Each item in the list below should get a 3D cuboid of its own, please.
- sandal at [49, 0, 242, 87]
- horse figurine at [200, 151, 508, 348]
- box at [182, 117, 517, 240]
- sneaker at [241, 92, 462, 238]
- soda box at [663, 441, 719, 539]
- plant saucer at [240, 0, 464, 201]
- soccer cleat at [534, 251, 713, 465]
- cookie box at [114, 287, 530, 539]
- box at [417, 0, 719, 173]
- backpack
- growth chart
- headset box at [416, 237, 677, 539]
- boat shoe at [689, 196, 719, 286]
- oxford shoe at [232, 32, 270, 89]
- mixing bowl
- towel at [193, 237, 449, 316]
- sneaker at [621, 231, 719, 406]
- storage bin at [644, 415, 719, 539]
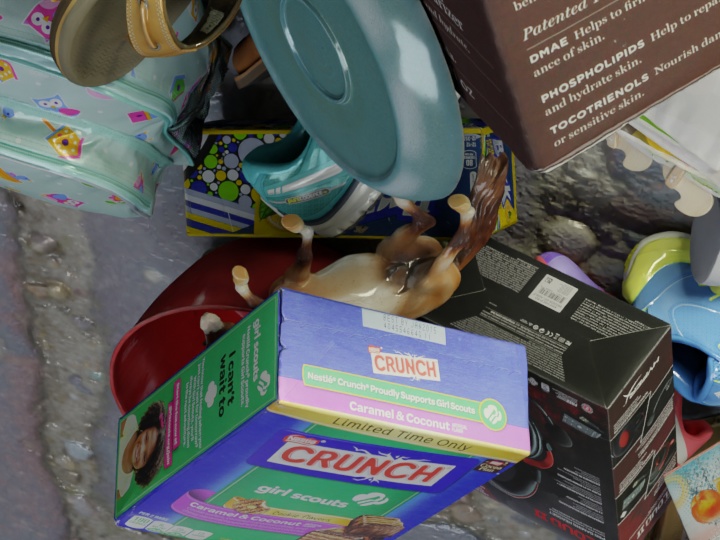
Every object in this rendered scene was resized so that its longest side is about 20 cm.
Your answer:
[{"bbox_3d":[-0.084,-0.140,1.112,0.200,0.080,0.054,-36,73,38],"label":"sandal"},{"bbox_3d":[0.000,0.000,1.300,0.199,0.050,0.133,-20,152,-7],"label":"horse figurine"},{"bbox_3d":[-0.007,-0.057,1.389,0.199,0.064,0.070,1,101,23],"label":"box"},{"bbox_3d":[0.008,-0.105,1.283,0.079,0.078,0.200,31,113,-18],"label":"sneaker"},{"bbox_3d":[0.289,0.111,1.384,0.200,0.064,0.068,-33,141,19],"label":"soda box"},{"bbox_3d":[-0.015,-0.120,1.170,0.200,0.027,0.201,51,160,27],"label":"plant saucer"},{"bbox_3d":[0.169,0.057,1.490,0.076,0.067,0.201,-29,122,-2],"label":"soccer cleat"},{"bbox_3d":[-0.025,0.097,1.324,0.170,0.076,0.200,14,147,-28],"label":"cookie box"},{"bbox_3d":[0.090,-0.192,1.064,0.164,0.166,0.200,-30,135,-7],"label":"box"},{"bbox_3d":[-0.172,-0.119,1.285,0.175,0.154,0.200,17,165,4],"label":"backpack"},{"bbox_3d":[0.158,-0.112,1.250,0.200,0.018,0.145,41,147,10],"label":"growth chart"},{"bbox_3d":[0.117,0.088,1.417,0.148,0.075,0.200,27,151,27],"label":"headset box"},{"bbox_3d":[0.248,-0.058,1.296,0.065,0.072,0.200,5,137,-11],"label":"boat shoe"},{"bbox_3d":[-0.027,-0.169,1.294,0.071,0.071,0.200,54,142,5],"label":"oxford shoe"},{"bbox_3d":[-0.053,0.049,1.463,0.199,0.109,0.201,9,140,8],"label":"mixing bowl"},{"bbox_3d":[-0.006,0.009,1.514,0.200,0.037,0.148,-25,125,40],"label":"towel"},{"bbox_3d":[0.251,0.052,1.399,0.199,0.105,0.076,17,143,3],"label":"sneaker"},{"bbox_3d":[0.277,0.190,1.481,0.198,0.201,0.094,-18,128,39],"label":"storage bin"}]
